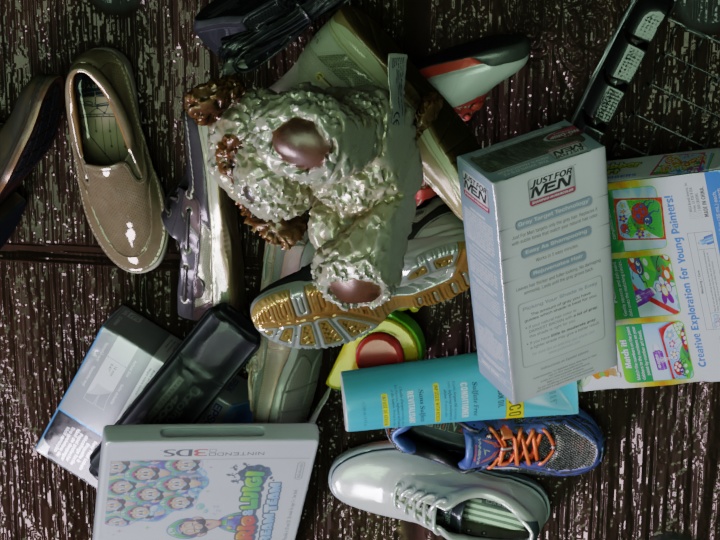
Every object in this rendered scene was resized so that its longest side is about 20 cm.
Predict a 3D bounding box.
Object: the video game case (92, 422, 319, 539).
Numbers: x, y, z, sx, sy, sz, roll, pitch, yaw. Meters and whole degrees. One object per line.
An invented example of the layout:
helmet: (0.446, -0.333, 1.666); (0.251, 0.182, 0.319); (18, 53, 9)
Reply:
video game case: (-0.139, 0.200, 1.593); (0.181, 0.024, 0.200); (0, 139, -12)

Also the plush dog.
plush dog: (-0.042, -0.089, 1.377); (0.171, 0.161, 0.200); (8, 139, 31)

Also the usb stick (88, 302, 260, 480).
usb stick: (-0.161, 0.113, 1.579); (0.055, 0.033, 0.200); (37, 108, -10)

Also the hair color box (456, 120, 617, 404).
hair color box: (0.140, -0.005, 1.428); (0.099, 0.061, 0.201); (-19, 122, -18)

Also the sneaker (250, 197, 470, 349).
sneaker: (0.000, 0.000, 1.536); (0.199, 0.088, 0.076); (-17, 137, -5)

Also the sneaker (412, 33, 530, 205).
sneaker: (0.061, -0.118, 1.513); (0.201, 0.067, 0.108); (-18, 104, 19)

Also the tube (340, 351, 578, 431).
tube: (0.083, 0.099, 1.531); (0.199, 0.050, 0.078); (-7, 126, -3)

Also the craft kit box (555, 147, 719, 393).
craft kit box: (0.217, 0.006, 1.500); (0.197, 0.049, 0.201); (-7, 119, 17)

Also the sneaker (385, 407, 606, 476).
sneaker: (0.112, 0.148, 1.578); (0.199, 0.078, 0.076); (5, 111, 9)

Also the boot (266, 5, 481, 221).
boot: (0.001, -0.090, 1.467); (0.155, 0.072, 0.200); (-40, 89, 24)

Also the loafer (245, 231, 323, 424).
loafer: (-0.068, 0.060, 1.593); (0.063, 0.072, 0.201); (16, 98, 24)

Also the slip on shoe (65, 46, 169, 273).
slip on shoe: (-0.213, -0.090, 1.576); (0.076, 0.061, 0.201); (-3, 106, 11)

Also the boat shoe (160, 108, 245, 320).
boat shoe: (-0.140, -0.046, 1.572); (0.064, 0.072, 0.201); (-3, 112, 7)

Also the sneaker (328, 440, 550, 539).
sneaker: (0.067, 0.198, 1.607); (0.199, 0.071, 0.073); (7, 108, 9)

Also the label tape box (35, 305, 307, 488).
label tape box: (-0.170, 0.147, 1.640); (0.200, 0.066, 0.144); (32, 110, 2)

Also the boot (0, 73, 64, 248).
boot: (-0.326, -0.107, 1.576); (0.097, 0.075, 0.200); (34, 123, 5)

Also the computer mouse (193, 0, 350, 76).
computer mouse: (-0.073, -0.194, 1.455); (0.138, 0.200, 0.053); (-35, 110, -13)

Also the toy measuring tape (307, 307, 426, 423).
toy measuring tape: (0.006, 0.102, 1.587); (0.073, 0.074, 0.201); (26, 106, 2)

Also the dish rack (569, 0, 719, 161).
dish rack: (0.281, -0.119, 1.479); (0.199, 0.055, 0.154); (26, 111, 0)
